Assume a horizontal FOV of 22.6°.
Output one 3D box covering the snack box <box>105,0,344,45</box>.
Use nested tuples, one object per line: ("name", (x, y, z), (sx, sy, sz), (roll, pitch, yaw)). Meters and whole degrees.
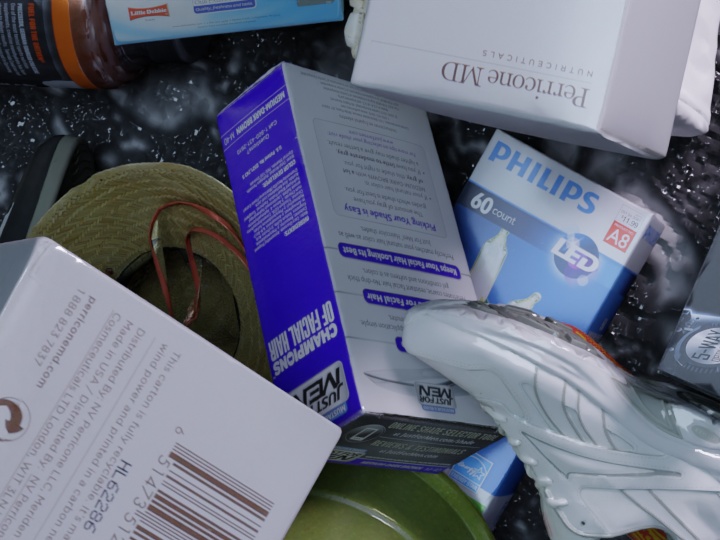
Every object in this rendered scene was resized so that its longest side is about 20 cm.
("snack box", (-0.075, -0.198, 0.945), (0.116, 0.037, 0.200), (-7, 45, -1))

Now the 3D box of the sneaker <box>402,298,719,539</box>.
("sneaker", (0.101, 0.084, 0.876), (0.200, 0.078, 0.100), (27, 97, -1))

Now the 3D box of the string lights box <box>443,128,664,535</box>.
("string lights box", (0.075, 0.035, 1.007), (0.103, 0.059, 0.200), (30, 94, 17))

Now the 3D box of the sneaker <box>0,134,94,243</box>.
("sneaker", (-0.237, 0.001, 1.087), (0.106, 0.075, 0.200), (21, 93, 12))

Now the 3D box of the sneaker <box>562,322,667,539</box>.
("sneaker", (0.158, 0.102, 0.959), (0.200, 0.077, 0.073), (47, 129, -6))

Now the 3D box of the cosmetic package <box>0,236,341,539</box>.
("cosmetic package", (-0.146, 0.098, 0.858), (0.166, 0.200, 0.168), (34, 77, -19))

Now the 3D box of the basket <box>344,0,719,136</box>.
("basket", (0.104, -0.181, 0.948), (0.160, 0.200, 0.199), (6, 88, 21))

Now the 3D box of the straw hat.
("straw hat", (-0.099, 0.026, 1.039), (0.201, 0.085, 0.202), (6, 107, 22))

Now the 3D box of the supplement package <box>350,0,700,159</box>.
("supplement package", (0.087, -0.160, 0.784), (0.117, 0.117, 0.201), (13, 93, 22))

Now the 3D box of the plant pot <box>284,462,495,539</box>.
("plant pot", (-0.038, 0.210, 0.922), (0.200, 0.190, 0.201), (6, 116, 12))

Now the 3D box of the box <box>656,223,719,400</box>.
("box", (0.207, -0.012, 0.901), (0.043, 0.200, 0.161), (23, 93, 15))

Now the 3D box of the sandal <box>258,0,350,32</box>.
("sandal", (-0.091, -0.197, 1.001), (0.200, 0.048, 0.075), (35, 63, 16))

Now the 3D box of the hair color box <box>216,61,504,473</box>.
("hair color box", (0.000, 0.000, 0.941), (0.065, 0.109, 0.200), (-36, 57, 37))

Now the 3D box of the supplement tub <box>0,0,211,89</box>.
("supplement tub", (-0.191, -0.161, 1.072), (0.199, 0.107, 0.107), (5, 87, 16))
